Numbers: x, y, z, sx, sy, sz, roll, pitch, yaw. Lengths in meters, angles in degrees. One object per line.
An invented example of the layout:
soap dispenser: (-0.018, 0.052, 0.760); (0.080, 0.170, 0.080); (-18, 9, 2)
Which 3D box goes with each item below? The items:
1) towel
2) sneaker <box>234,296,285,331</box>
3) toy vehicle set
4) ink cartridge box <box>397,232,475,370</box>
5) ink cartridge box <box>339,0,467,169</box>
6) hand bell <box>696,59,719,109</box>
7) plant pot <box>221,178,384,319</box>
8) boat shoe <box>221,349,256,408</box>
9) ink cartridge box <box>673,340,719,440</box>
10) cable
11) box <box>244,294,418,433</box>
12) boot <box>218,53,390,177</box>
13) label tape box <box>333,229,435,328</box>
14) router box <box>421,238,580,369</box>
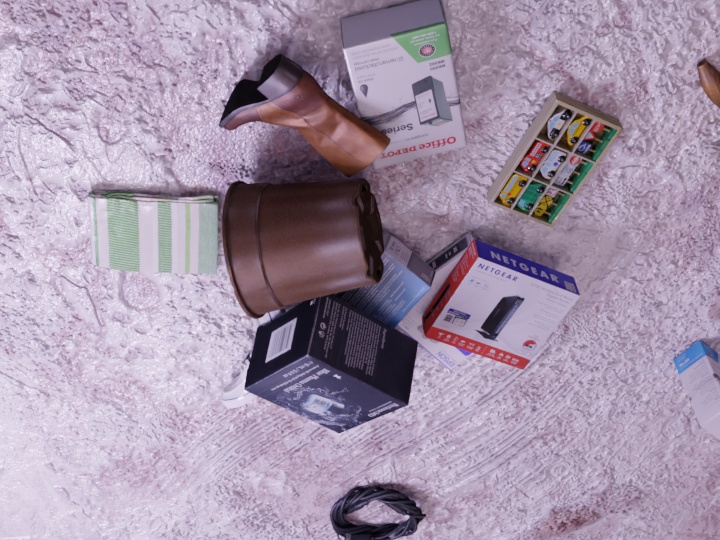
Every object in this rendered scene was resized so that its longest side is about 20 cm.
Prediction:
towel: (-0.319, -0.058, 1.559); (0.196, 0.024, 0.155); (1, 130, -10)
sneaker: (-0.171, 0.030, 1.616); (0.069, 0.074, 0.202); (-14, 131, 1)
toy vehicle set: (0.293, -0.165, 1.536); (0.122, 0.027, 0.202); (17, 126, -20)
ink cartridge box: (0.166, 0.058, 1.698); (0.199, 0.044, 0.198); (-36, 124, 21)
ink cartridge box: (0.063, -0.256, 1.393); (0.143, 0.085, 0.202); (-13, 131, 5)
hand bell: (0.549, -0.227, 1.491); (0.103, 0.105, 0.201); (-32, 114, 20)
plant pot: (-0.075, -0.042, 1.459); (0.194, 0.202, 0.202); (-7, 132, 14)
boat shoe: (-0.173, 0.165, 1.741); (0.198, 0.074, 0.066); (-35, 111, 17)
ink cartridge box: (0.646, 0.238, 1.804); (0.115, 0.202, 0.067); (32, 122, -29)
cable: (0.037, 0.498, 2.060); (0.195, 0.051, 0.166); (-5, 126, 1)
box: (-0.047, 0.150, 1.596); (0.198, 0.119, 0.196); (28, 145, -26)
boot: (-0.082, -0.199, 1.403); (0.199, 0.069, 0.187); (34, 139, -27)
label tape box: (0.000, 0.000, 1.606); (0.199, 0.064, 0.145); (38, 120, -7)
router box: (0.226, 0.059, 1.645); (0.197, 0.049, 0.181); (19, 125, -19)
